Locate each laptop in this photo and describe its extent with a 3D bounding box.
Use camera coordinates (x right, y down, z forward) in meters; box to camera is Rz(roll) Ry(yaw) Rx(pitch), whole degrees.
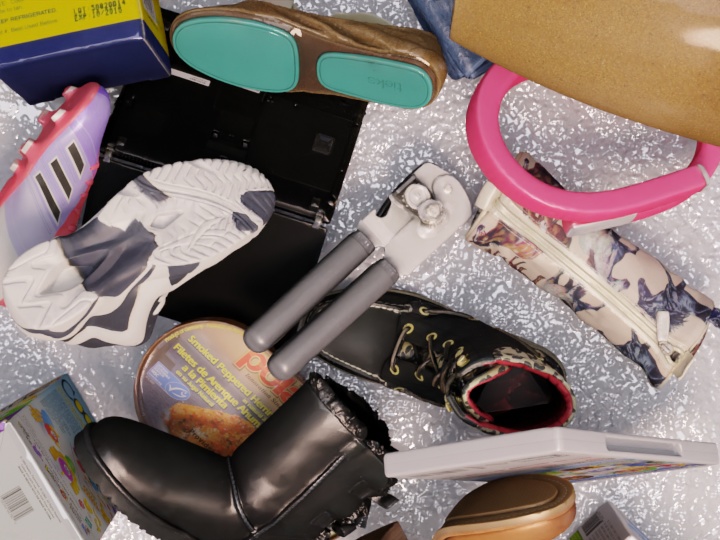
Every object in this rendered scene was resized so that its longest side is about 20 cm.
[{"bbox_3d":[-0.104,-0.067,1.181,0.177,0.103,0.200,17,68,-1],"label":"laptop"}]

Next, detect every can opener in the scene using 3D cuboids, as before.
[{"bbox_3d":[0.000,0.000,1.134,0.200,0.066,0.053,-43,94,-17],"label":"can opener"}]

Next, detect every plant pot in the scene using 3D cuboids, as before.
[{"bbox_3d":[0.164,-0.187,1.052,0.200,0.186,0.187,8,94,0],"label":"plant pot"}]

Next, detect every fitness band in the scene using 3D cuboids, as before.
[{"bbox_3d":[0.171,-0.104,1.122,0.200,0.037,0.144,-15,74,-21],"label":"fitness band"}]

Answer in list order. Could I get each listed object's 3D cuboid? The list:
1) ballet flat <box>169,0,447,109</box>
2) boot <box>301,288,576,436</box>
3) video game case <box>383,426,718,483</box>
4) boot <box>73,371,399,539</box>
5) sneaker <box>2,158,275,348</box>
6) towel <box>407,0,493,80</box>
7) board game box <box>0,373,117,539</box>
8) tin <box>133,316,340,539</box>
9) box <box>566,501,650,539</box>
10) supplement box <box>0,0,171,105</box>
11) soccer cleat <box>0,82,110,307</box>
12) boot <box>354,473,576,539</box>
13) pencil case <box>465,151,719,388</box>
[{"bbox_3d":[-0.034,-0.165,1.136,0.200,0.072,0.068,9,133,8],"label":"ballet flat"},{"bbox_3d":[0.055,0.064,1.116,0.203,0.154,0.074,16,94,0],"label":"boot"},{"bbox_3d":[0.134,0.129,1.079,0.143,0.200,0.018,-15,73,39],"label":"video game case"},{"bbox_3d":[-0.078,0.131,1.102,0.162,0.073,0.198,-39,118,12],"label":"boot"},{"bbox_3d":[-0.154,-0.004,1.130,0.199,0.130,0.080,-35,81,-12],"label":"sneaker"},{"bbox_3d":[0.130,-0.230,1.149,0.200,0.049,0.112,-31,92,3],"label":"towel"},{"bbox_3d":[-0.240,0.154,1.101,0.103,0.200,0.105,-30,94,3],"label":"board game box"},{"bbox_3d":[-0.078,0.119,1.175,0.200,0.042,0.112,45,100,-5],"label":"tin"},{"bbox_3d":[0.224,0.282,1.151,0.200,0.112,0.101,44,94,-4],"label":"box"},{"bbox_3d":[-0.210,-0.232,1.104,0.109,0.110,0.200,-11,83,1],"label":"supplement box"},{"bbox_3d":[-0.224,-0.052,1.135,0.076,0.067,0.200,34,117,-16],"label":"soccer cleat"},{"bbox_3d":[0.089,0.233,1.071,0.200,0.077,0.155,-27,94,27],"label":"boot"},{"bbox_3d":[0.166,-0.001,1.144,0.200,0.089,0.078,38,94,-1],"label":"pencil case"}]
